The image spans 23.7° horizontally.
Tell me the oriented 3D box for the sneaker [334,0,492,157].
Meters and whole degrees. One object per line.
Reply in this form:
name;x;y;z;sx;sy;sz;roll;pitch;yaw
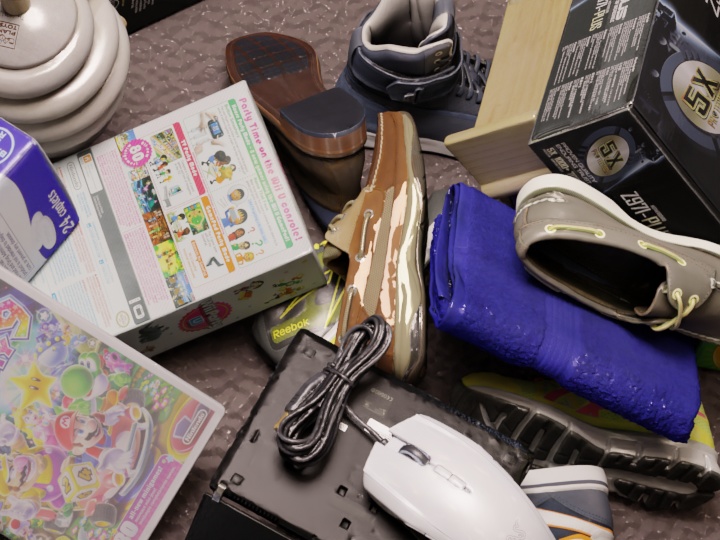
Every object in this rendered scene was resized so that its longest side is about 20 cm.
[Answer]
sneaker;0.083;-0.152;1.303;0.200;0.147;0.078;0;57;-12

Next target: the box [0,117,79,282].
box;-0.326;-0.029;1.137;0.183;0.105;0.201;31;71;22

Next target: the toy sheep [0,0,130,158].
toy sheep;-0.221;-0.151;1.181;0.136;0.200;0.140;-3;66;6

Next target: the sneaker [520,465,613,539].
sneaker;0.075;0.180;1.142;0.197;0.079;0.080;-5;67;-8

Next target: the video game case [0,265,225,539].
video game case;-0.205;0.098;1.095;0.199;0.018;0.144;33;86;-16

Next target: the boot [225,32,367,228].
boot;-0.051;-0.107;1.303;0.074;0.098;0.200;-18;36;-15

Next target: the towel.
towel;0.137;0.032;1.170;0.198;0.050;0.148;26;36;-13

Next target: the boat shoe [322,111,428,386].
boat shoe;0.010;-0.018;1.172;0.073;0.076;0.202;-1;62;4

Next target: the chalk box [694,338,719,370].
chalk box;0.312;0.000;1.265;0.197;0.124;0.126;11;57;-4

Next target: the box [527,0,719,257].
box;0.215;-0.119;1.196;0.164;0.086;0.201;45;47;-29

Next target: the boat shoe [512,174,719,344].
boat shoe;0.190;0.008;1.140;0.200;0.072;0.061;26;42;-9

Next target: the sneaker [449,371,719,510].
sneaker;0.158;0.103;1.212;0.198;0.078;0.091;17;50;-8

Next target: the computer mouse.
computer mouse;0.044;0.123;1.057;0.199;0.044;0.110;39;63;12

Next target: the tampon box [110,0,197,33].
tampon box;-0.213;-0.275;1.330;0.199;0.127;0.150;-29;69;-24

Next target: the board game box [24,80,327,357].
board game box;-0.142;-0.024;1.198;0.198;0.064;0.149;-23;65;0

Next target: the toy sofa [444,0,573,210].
toy sofa;0.138;-0.144;1.247;0.098;0.082;0.202;44;48;-34

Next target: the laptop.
laptop;-0.013;0.175;1.105;0.176;0.104;0.201;27;62;6

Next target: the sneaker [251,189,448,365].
sneaker;0.000;0.000;1.236;0.084;0.075;0.200;36;60;12
